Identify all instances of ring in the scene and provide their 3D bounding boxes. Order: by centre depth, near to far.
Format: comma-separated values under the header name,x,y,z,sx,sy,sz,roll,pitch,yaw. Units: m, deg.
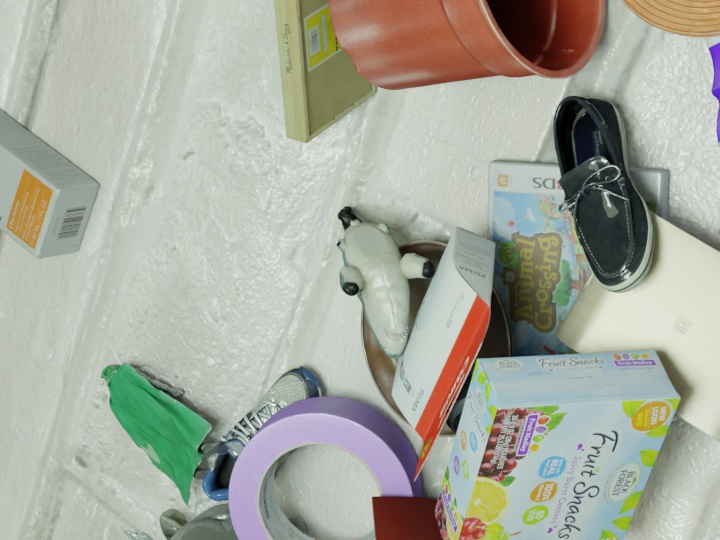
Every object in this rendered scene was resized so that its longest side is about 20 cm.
name,x,y,z,sx,sy,sz,roll,pitch,yaw
ring,0.304,-0.293,1.169,0.200,0.019,0.201,-7,74,25

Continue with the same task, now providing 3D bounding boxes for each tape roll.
name,x,y,z,sx,sy,sz,roll,pitch,yaw
tape roll,-0.036,0.238,1.457,0.199,0.066,0.201,2,102,12

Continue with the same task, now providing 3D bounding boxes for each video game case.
name,x,y,z,sx,sy,sz,roll,pitch,yaw
video game case,0.204,-0.002,1.319,0.182,0.022,0.201,7,102,34

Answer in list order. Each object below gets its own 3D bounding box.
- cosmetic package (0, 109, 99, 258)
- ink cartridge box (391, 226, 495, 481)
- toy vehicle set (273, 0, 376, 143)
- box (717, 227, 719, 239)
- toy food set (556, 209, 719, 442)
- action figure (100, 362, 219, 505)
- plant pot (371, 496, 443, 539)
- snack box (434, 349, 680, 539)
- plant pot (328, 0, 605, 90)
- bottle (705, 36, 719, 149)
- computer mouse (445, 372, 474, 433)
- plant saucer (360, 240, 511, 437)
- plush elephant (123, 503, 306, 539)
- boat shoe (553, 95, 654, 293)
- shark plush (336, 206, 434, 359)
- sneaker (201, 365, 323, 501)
name,x,y,z,sx,sy,sz,roll,pitch,yaw
cosmetic package,-0.426,-0.111,1.702,0.200,0.071,0.102,35,116,25
ink cartridge box,0.071,0.073,1.261,0.047,0.200,0.160,22,118,-2
toy vehicle set,-0.033,-0.240,1.339,0.026,0.124,0.201,19,130,30
box,0.415,-0.051,1.066,0.175,0.097,0.200,21,118,-18
toy food set,0.293,0.048,1.234,0.200,0.060,0.144,32,99,17
action figure,-0.245,0.172,1.639,0.200,0.055,0.118,38,119,30
plant pot,0.111,0.331,1.324,0.176,0.200,0.201,-7,99,1
snack box,0.168,0.165,1.203,0.068,0.168,0.200,-109,24,-47
plant pot,0.089,-0.257,1.263,0.195,0.200,0.202,-8,94,43
bottle,0.349,-0.117,1.173,0.083,0.065,0.201,-20,87,34
computer mouse,0.156,0.130,1.291,0.138,0.200,0.053,-37,49,34
plant saucer,0.081,0.068,1.395,0.200,0.032,0.201,10,104,42
plush elephant,-0.183,0.348,1.577,0.199,0.155,0.165,18,69,-6
boat shoe,0.212,-0.072,1.229,0.075,0.062,0.201,-29,55,37
shark plush,0.000,0.000,1.383,0.200,0.091,0.084,49,154,46
sneaker,-0.111,0.191,1.531,0.077,0.085,0.200,44,119,20
